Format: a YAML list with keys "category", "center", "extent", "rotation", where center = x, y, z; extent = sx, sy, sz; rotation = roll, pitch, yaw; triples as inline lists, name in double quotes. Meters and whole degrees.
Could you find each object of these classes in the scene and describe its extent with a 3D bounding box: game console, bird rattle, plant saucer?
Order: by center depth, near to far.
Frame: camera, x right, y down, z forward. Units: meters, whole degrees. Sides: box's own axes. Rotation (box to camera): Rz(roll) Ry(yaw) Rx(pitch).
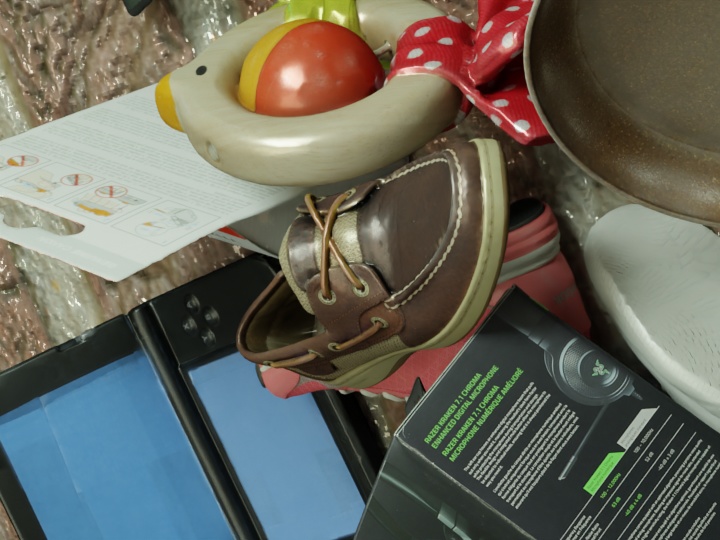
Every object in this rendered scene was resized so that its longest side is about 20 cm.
- category: "plant saucer"
  center: [0.163, -0.091, 0.920]
  extent: [0.200, 0.032, 0.200]
  rotation: [4, 139, 4]
- category: "bird rattle"
  center: [0.003, -0.084, 1.059]
  extent: [0.200, 0.163, 0.113]
  rotation: [35, 149, 37]
- category: "game console"
  center: [-0.086, 0.116, 1.260]
  extent: [0.176, 0.116, 0.200]
  rotation: [-22, 95, 46]

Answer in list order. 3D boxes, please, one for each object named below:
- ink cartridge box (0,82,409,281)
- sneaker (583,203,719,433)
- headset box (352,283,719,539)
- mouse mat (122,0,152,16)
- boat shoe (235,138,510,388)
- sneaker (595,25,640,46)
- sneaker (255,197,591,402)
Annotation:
- category: "ink cartridge box"
  center: [-0.099, -0.031, 1.137]
  extent: [0.160, 0.200, 0.047]
  rotation: [19, 122, 36]
- category: "sneaker"
  center: [0.161, 0.063, 1.044]
  extent: [0.200, 0.075, 0.089]
  rotation: [49, 147, 11]
- category: "headset box"
  center: [0.095, 0.121, 1.047]
  extent: [0.200, 0.093, 0.174]
  rotation: [35, 155, 10]
- category: "mouse mat"
  center: [-0.117, -0.214, 1.135]
  extent: [0.161, 0.008, 0.200]
  rotation: [69, 162, 0]
- category: "boat shoe"
  center: [0.000, 0.000, 1.017]
  extent: [0.200, 0.072, 0.072]
  rotation: [140, 131, -61]
- category: "sneaker"
  center: [0.146, -0.156, 0.926]
  extent: [0.079, 0.095, 0.200]
  rotation: [50, 134, 16]
- category: "sneaker"
  center: [0.027, 0.040, 1.145]
  extent: [0.200, 0.074, 0.087]
  rotation: [-25, 97, 42]
